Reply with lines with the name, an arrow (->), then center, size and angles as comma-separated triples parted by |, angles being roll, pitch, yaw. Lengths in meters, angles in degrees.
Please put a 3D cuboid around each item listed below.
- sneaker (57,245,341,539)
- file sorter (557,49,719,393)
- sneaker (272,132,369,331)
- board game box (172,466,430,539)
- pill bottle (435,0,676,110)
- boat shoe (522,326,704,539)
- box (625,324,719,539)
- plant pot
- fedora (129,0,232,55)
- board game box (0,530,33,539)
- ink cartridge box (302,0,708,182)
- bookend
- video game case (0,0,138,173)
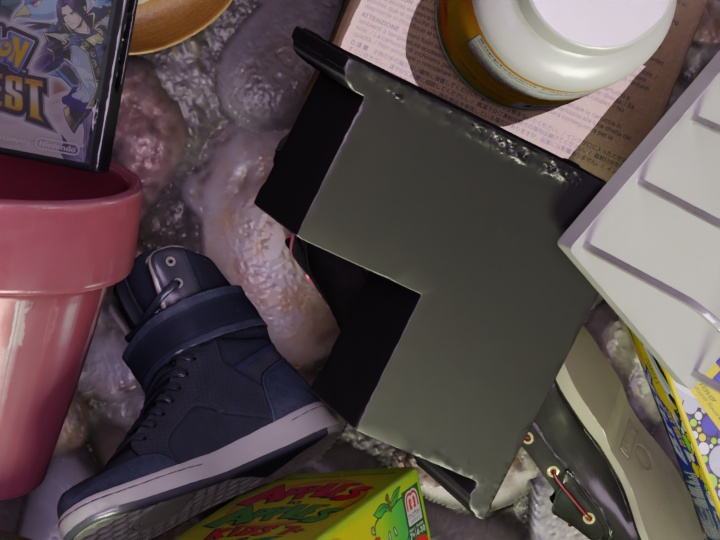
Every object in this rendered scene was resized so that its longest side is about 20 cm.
sneaker -> -0.121, 0.069, 1.502 | 0.202, 0.077, 0.147 | -21, 75, -47
file sorter -> 0.237, -0.031, 1.435 | 0.200, 0.124, 0.139 | -49, 127, -6
sneaker -> 0.000, 0.000, 1.567 | 0.079, 0.095, 0.201 | -31, 115, -40
board game box -> -0.051, 0.164, 1.475 | 0.101, 0.200, 0.048 | -7, 101, 29
pill bottle -> 0.109, -0.150, 1.438 | 0.110, 0.200, 0.112 | 0, 88, -7
boat shoe -> 0.145, 0.125, 1.584 | 0.063, 0.074, 0.202 | -25, 104, 29
box -> 0.209, 0.059, 1.589 | 0.070, 0.064, 0.201 | -21, 92, -7
plant pot -> -0.229, 0.025, 1.486 | 0.199, 0.200, 0.180 | 6, 104, -7
fedora -> -0.140, -0.228, 1.534 | 0.199, 0.082, 0.202 | 2, 83, -13
board game box -> -0.241, 0.163, 1.489 | 0.199, 0.151, 0.047 | 17, 87, -7
ink cartridge box -> 0.087, -0.138, 1.574 | 0.199, 0.075, 0.166 | 23, 85, -5
bookend -> 0.018, 0.002, 1.464 | 0.198, 0.092, 0.201 | 24, 96, -25
video game case -> -0.221, -0.161, 1.485 | 0.199, 0.025, 0.182 | 11, 93, 13
